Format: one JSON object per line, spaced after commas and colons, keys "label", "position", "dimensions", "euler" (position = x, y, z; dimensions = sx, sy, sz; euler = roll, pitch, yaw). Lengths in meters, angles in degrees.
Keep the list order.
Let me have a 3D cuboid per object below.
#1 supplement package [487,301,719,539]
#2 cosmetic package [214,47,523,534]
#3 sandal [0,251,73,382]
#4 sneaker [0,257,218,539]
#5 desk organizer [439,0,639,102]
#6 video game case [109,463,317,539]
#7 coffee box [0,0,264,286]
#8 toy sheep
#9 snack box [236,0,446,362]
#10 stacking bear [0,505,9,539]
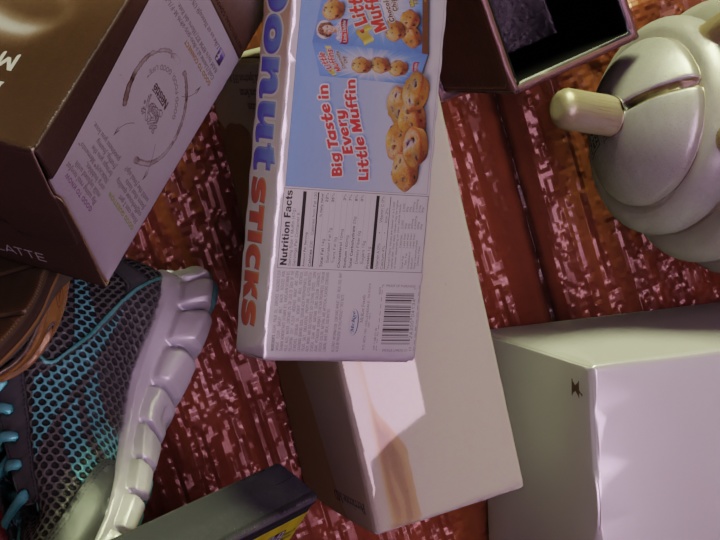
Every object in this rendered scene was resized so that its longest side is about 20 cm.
{"label": "supplement package", "position": [0.168, 0.081, 0.955], "dimensions": [0.199, 0.120, 0.122], "euler": [-5, 98, -21]}
{"label": "cosmetic package", "position": [0.000, 0.000, 0.893], "dimensions": [0.071, 0.105, 0.201], "euler": [-16, 99, -17]}
{"label": "sandal", "position": [-0.148, 0.011, 0.806], "dimensions": [0.080, 0.200, 0.054], "euler": [5, 117, 10]}
{"label": "sneaker", "position": [-0.125, 0.066, 0.838], "dimensions": [0.091, 0.078, 0.201], "euler": [24, 44, -10]}
{"label": "desk organizer", "position": [0.046, -0.179, 0.907], "dimensions": [0.071, 0.077, 0.201], "euler": [-24, 103, -17]}
{"label": "video game case", "position": [-0.111, 0.168, 0.798], "dimensions": [0.025, 0.200, 0.181], "euler": [38, 111, 16]}
{"label": "coffee box", "position": [-0.107, -0.106, 0.794], "dimensions": [0.201, 0.114, 0.080], "euler": [-63, 153, -28]}
{"label": "toy sheep", "position": [0.170, -0.062, 0.936], "dimensions": [0.199, 0.138, 0.139], "euler": [12, 90, -28]}
{"label": "snack box", "position": [-0.004, -0.066, 0.809], "dimensions": [0.072, 0.024, 0.201], "euler": [2, 96, -33]}
{"label": "stacking bear", "position": [-0.206, 0.167, 0.827], "dimensions": [0.113, 0.122, 0.201], "euler": [20, 70, 22]}
